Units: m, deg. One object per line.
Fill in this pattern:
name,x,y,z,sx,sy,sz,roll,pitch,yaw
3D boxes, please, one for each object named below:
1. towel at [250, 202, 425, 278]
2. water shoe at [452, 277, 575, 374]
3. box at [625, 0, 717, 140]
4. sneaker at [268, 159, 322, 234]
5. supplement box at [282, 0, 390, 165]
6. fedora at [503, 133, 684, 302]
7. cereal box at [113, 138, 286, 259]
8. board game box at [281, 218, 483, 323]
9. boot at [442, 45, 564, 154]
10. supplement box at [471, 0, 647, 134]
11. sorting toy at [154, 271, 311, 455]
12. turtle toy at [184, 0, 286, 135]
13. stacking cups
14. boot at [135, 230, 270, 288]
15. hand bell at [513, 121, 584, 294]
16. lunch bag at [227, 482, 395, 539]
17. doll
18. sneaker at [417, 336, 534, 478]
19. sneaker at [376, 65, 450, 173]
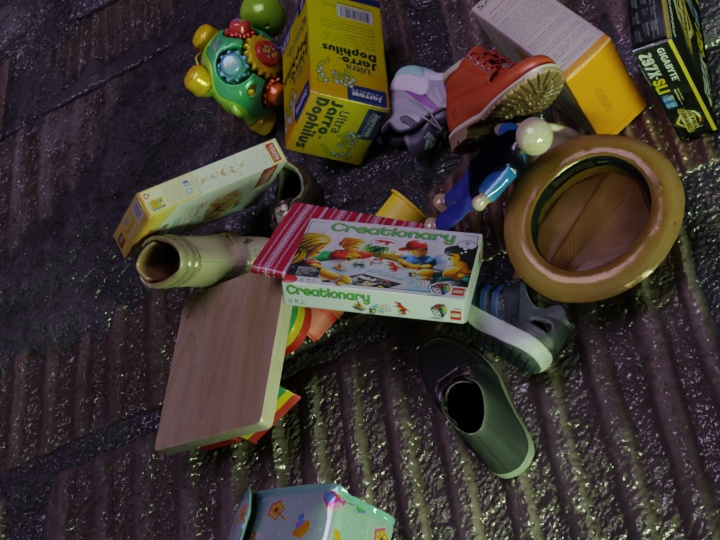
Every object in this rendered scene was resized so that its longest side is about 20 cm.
towel,-0.008,-0.019,1.546,0.198,0.023,0.145,10,36,16
water shoe,0.155,0.045,1.470,0.079,0.072,0.200,-43,40,-10
box,0.339,-0.270,1.506,0.049,0.160,0.202,-16,50,23
sneaker,-0.091,-0.047,1.704,0.070,0.076,0.202,-19,50,22
supplement box,-0.035,-0.254,1.761,0.109,0.108,0.202,120,154,-46
fedora,0.250,-0.046,1.449,0.198,0.082,0.203,-8,62,16
cereal box,-0.198,-0.088,1.683,0.199,0.144,0.040,-24,80,-27
board game box,0.026,-0.001,1.468,0.197,0.035,0.127,5,35,11
boot,0.153,-0.215,1.541,0.200,0.074,0.109,-30,67,57
supplement box,0.231,-0.251,1.591,0.073,0.126,0.200,-43,46,1
sorting toy,-0.138,0.112,1.592,0.198,0.069,0.202,-20,52,43
turtle toy,-0.151,-0.293,1.863,0.101,0.145,0.202,-29,43,41
stacking cups,0.000,0.000,1.625,0.201,0.060,0.060,-52,45,-2
boot,-0.216,-0.011,1.693,0.199,0.154,0.074,4,95,51
hand bell,0.193,-0.052,1.521,0.103,0.104,0.203,-1,71,34
lunch bag,-0.081,0.316,1.405,0.198,0.122,0.172,-8,56,40
doll,0.142,-0.108,1.487,0.200,0.048,0.137,-44,19,51
sneaker,0.105,0.119,1.425,0.075,0.106,0.200,-41,45,2
sneaker,0.104,-0.182,1.674,0.199,0.078,0.141,-1,60,45
